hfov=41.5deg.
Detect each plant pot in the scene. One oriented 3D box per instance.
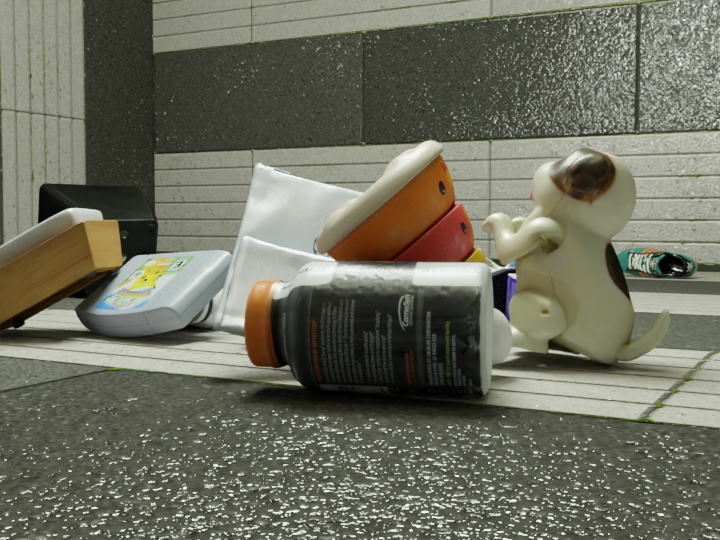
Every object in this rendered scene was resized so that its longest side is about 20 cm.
[{"bbox_3d":[-0.476,-0.044,1.771,0.197,0.204,0.176,-2,15,-39],"label":"plant pot"}]

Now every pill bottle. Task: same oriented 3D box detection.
[{"bbox_3d":[0.007,0.045,0.773,0.196,0.109,0.106,1,3,12],"label":"pill bottle"}]

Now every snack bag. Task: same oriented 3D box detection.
[{"bbox_3d":[-0.029,-0.008,0.906,0.185,0.203,0.022,13,-35,-4],"label":"snack bag"}]

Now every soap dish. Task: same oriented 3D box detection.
[{"bbox_3d":[-0.391,0.004,1.156,0.198,0.082,0.157,-29,2,1],"label":"soap dish"}]

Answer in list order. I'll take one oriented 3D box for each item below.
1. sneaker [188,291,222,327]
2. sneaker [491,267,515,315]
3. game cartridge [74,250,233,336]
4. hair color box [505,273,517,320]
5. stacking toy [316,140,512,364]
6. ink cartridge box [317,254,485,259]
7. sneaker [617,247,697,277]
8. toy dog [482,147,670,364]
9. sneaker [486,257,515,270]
[{"bbox_3d":[-0.238,0.042,1.269,0.080,0.078,0.198,9,2,-45],"label":"sneaker"},{"bbox_3d":[0.153,0.033,1.285,0.082,0.073,0.198,-2,-3,44],"label":"sneaker"},{"bbox_3d":[-0.256,0.028,1.158,0.197,0.041,0.134,-3,37,39],"label":"game cartridge"},{"bbox_3d":[0.245,0.044,1.164,0.107,0.066,0.200,3,3,1],"label":"hair color box"},{"bbox_3d":[0.068,0.000,0.856,0.146,0.201,0.146,-39,4,3],"label":"stacking toy"},{"bbox_3d":[0.026,0.035,0.981,0.196,0.068,0.116,-1,-21,-14],"label":"ink cartridge box"},{"bbox_3d":[0.703,-0.020,2.288,0.197,0.073,0.079,4,0,33],"label":"sneaker"},{"bbox_3d":[0.207,-0.019,0.930,0.192,0.204,0.138,8,-1,42],"label":"toy dog"},{"bbox_3d":[0.183,0.016,1.574,0.196,0.079,0.076,0,4,20],"label":"sneaker"}]
